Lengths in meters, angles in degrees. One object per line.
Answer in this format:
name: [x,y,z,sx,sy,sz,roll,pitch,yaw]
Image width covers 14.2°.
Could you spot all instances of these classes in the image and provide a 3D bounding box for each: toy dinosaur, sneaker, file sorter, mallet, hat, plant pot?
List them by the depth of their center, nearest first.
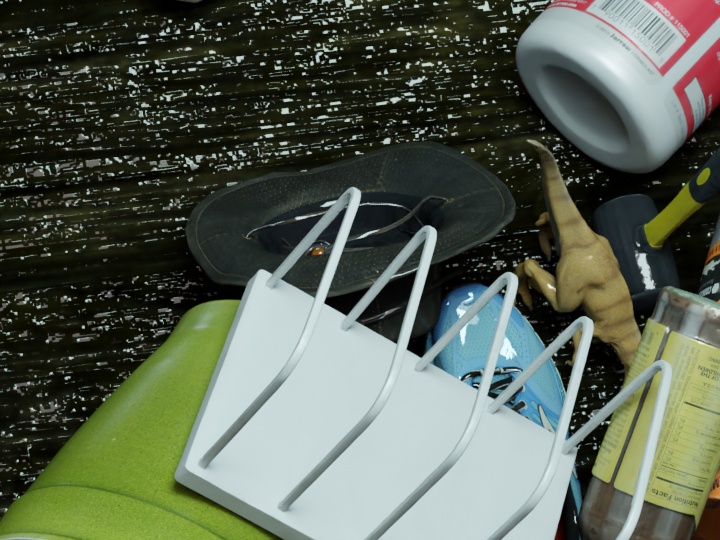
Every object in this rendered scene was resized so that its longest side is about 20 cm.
file sorter: [0.036,0.071,1.450,0.200,0.125,0.139,29,47,-11]
plant pot: [-0.079,0.126,1.537,0.200,0.201,0.193,24,58,6]
sneaker: [0.090,0.095,1.600,0.078,0.090,0.200,-14,71,-8]
mallet: [0.187,-0.032,1.602,0.041,0.200,0.066,-6,76,-23]
hat: [0.000,0.000,1.618,0.200,0.201,0.081,-15,113,-9]
toy dinosaur: [0.124,-0.009,1.625,0.060,0.106,0.200,-36,114,-21]

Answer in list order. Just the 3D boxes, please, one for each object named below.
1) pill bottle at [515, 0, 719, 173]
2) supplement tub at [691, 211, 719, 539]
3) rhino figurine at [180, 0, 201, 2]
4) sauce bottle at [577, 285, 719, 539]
pill bottle: [0.193,-0.161,1.694,0.112,0.112,0.200,40,71,11]
supplement tub: [0.238,0.055,1.608,0.122,0.123,0.200,16,68,3]
rhino figurine: [-0.055,-0.229,1.732,0.200,0.060,0.088,-28,87,-15]
sauce bottle: [0.153,0.110,1.527,0.065,0.065,0.200,22,96,5]
